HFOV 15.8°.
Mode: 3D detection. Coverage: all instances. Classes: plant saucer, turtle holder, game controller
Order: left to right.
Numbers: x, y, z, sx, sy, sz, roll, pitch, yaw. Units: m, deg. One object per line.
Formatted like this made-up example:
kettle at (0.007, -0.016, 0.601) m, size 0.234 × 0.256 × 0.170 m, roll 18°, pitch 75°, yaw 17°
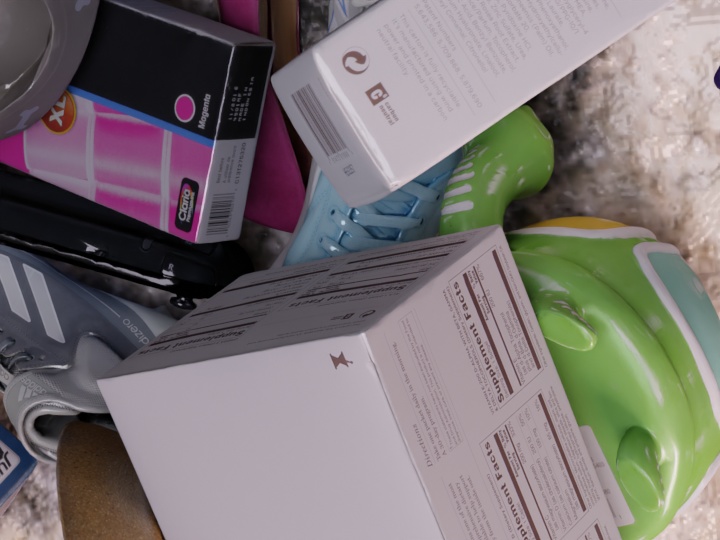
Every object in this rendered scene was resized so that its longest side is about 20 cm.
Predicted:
game controller at (-0.150, -0.020, 1.258) m, size 0.199 × 0.104 × 0.042 m, roll 16°, pitch 87°, yaw 13°
plant saucer at (-0.082, 0.157, 1.175) m, size 0.035 × 0.200 × 0.201 m, roll -20°, pitch 99°, yaw 6°
turtle holder at (0.090, 0.033, 1.180) m, size 0.185 × 0.132 × 0.141 m, roll 43°, pitch 132°, yaw 11°

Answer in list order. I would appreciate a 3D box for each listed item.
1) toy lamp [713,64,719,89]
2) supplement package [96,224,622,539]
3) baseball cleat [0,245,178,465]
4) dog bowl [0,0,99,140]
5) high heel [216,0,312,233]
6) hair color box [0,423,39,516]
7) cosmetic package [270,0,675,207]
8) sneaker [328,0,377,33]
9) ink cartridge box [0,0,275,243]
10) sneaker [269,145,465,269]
toy lamp at (0.201, -0.162, 1.066) m, size 0.058 × 0.058 × 0.201 m, roll 19°, pitch 111°, yaw 11°
supplement package at (0.008, 0.102, 1.114) m, size 0.155 × 0.111 × 0.201 m, roll -11°, pitch 106°, yaw 40°
baseball cleat at (-0.169, 0.036, 1.278) m, size 0.199 × 0.107 × 0.070 m, roll 16°, pitch 124°, yaw 15°
dog bowl at (-0.195, -0.149, 1.217) m, size 0.200 × 0.059 × 0.201 m, roll 2°, pitch 93°, yaw 45°
high heel at (-0.028, -0.115, 1.215) m, size 0.096 × 0.067 × 0.201 m, roll 29°, pitch 124°, yaw 12°
hair color box at (-0.263, 0.064, 1.314) m, size 0.200 × 0.061 × 0.100 m, roll 42°, pitch 152°, yaw 0°
cosmetic package at (0.066, -0.112, 1.118) m, size 0.200 × 0.102 × 0.074 m, roll -33°, pitch 95°, yaw -11°
sneaker at (0.011, -0.142, 1.184) m, size 0.075 × 0.087 × 0.201 m, roll 2°, pitch 108°, yaw 14°
ink cartridge box at (-0.129, -0.087, 1.228) m, size 0.200 × 0.037 × 0.095 m, roll 23°, pitch 109°, yaw 37°
sneaker at (0.000, 0.000, 1.201) m, size 0.074 × 0.082 × 0.200 m, roll 15°, pitch 123°, yaw -16°
